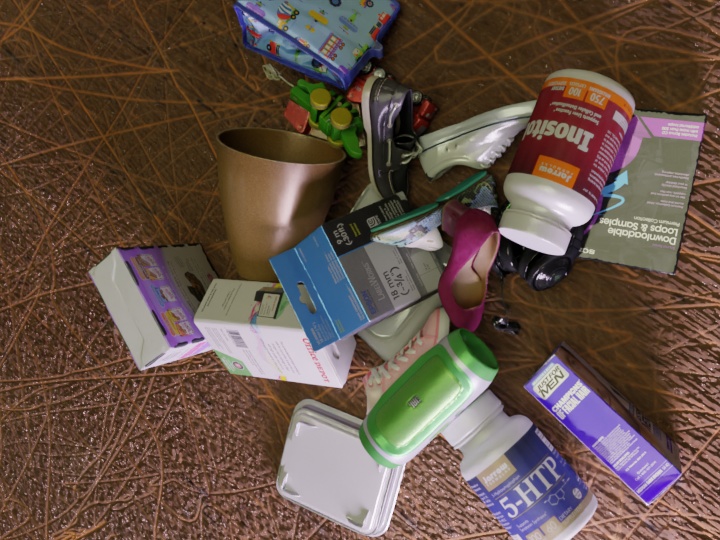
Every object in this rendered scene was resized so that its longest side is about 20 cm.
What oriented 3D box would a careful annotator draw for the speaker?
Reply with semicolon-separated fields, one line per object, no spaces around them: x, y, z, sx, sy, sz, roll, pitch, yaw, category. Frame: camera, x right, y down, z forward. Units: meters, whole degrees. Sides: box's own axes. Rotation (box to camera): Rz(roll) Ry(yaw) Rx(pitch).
0.087;0.169;0.942;0.088;0.088;0.200;47;109;13;speaker

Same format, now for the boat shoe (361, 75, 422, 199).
0.049;-0.167;0.970;0.062;0.073;0.201;12;138;25;boat shoe

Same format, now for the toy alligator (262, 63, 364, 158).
-0.054;-0.239;1.013;0.054;0.059;0.200;-39;76;-21;toy alligator

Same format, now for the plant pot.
-0.126;-0.088;1.050;0.185;0.186;0.201;18;113;20;plant pot

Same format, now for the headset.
0.225;-0.012;0.952;0.123;0.094;0.201;26;94;44;headset

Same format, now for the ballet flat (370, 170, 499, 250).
0.107;-0.065;0.944;0.199;0.074;0.075;-28;81;-19;ballet flat

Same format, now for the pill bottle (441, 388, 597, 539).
0.204;0.264;0.954;0.120;0.120;0.200;-45;77;19;pill bottle

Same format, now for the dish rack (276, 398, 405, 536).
-0.039;0.307;1.099;0.199;0.043;0.173;18;101;22;dish rack

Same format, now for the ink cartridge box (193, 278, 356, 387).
-0.121;0.092;1.059;0.199;0.145;0.084;3;51;22;ink cartridge box

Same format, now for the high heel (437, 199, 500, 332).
0.145;0.013;0.910;0.067;0.096;0.201;-24;123;-15;high heel

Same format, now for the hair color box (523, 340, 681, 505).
0.308;0.187;0.911;0.200;0.109;0.065;43;107;14;hair color box

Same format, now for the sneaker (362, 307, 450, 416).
0.061;0.139;1.019;0.104;0.075;0.202;16;104;4;sneaker

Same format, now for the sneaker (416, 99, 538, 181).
0.171;-0.176;0.973;0.199;0.073;0.071;-16;97;32;sneaker

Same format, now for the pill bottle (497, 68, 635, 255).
0.241;-0.126;0.858;0.112;0.113;0.201;21;87;20;pill bottle

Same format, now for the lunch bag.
-0.051;-0.356;1.011;0.199;0.094;0.151;30;73;12;lunch bag

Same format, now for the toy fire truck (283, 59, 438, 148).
-0.001;-0.230;1.045;0.199;0.049;0.142;36;106;16;toy fire truck

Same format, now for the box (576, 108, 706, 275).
0.347;-0.104;0.915;0.142;0.036;0.202;10;99;22;box

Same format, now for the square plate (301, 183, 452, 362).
0.029;0.008;1.059;0.200;0.028;0.199;40;108;15;square plate

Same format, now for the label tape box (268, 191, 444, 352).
0.000;0.000;0.959;0.199;0.063;0.145;-25;82;-23;label tape box

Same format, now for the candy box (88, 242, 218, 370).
-0.290;0.048;1.101;0.071;0.200;0.168;-35;80;21;candy box
